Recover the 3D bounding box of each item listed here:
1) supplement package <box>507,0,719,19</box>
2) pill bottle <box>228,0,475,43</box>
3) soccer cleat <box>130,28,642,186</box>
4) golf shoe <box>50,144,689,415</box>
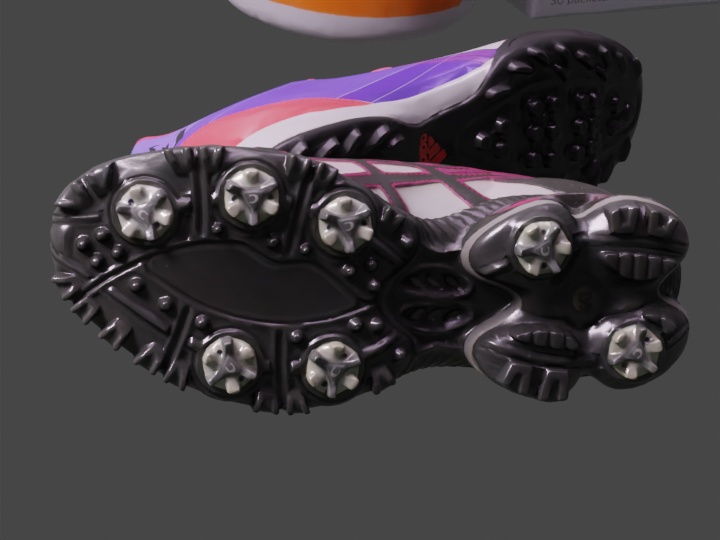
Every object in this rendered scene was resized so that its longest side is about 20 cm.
[{"bbox_3d":[0.131,-0.194,1.251,0.199,0.111,0.156,-8,28,-25],"label":"supplement package"},{"bbox_3d":[0.002,-0.201,1.130,0.109,0.201,0.110,5,25,-2],"label":"pill bottle"},{"bbox_3d":[0.014,-0.047,0.969,0.200,0.068,0.073,-19,30,-38],"label":"soccer cleat"},{"bbox_3d":[0.000,0.000,0.872,0.199,0.078,0.088,7,11,-15],"label":"golf shoe"}]
